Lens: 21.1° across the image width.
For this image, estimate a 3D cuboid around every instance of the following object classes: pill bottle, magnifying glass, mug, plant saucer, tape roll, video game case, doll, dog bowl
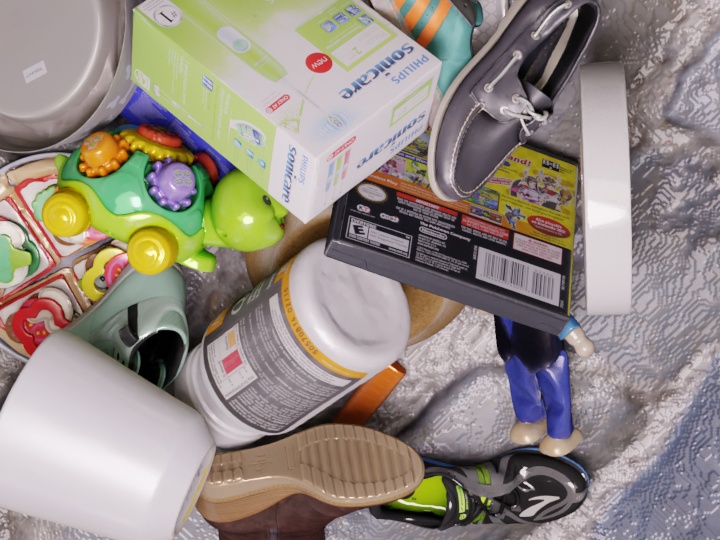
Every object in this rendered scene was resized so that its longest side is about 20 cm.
[{"bbox_3d":[-0.060,0.065,1.572,0.116,0.116,0.200,48,132,-8],"label":"pill bottle"},{"bbox_3d":[-0.029,0.157,1.712,0.080,0.022,0.200,37,108,-5],"label":"magnifying glass"},{"bbox_3d":[-0.195,0.138,1.546,0.153,0.187,0.150,23,110,6],"label":"mug"},{"bbox_3d":[0.000,0.000,1.621,0.200,0.035,0.201,2,126,3],"label":"plant saucer"},{"bbox_3d":[0.193,-0.065,1.533,0.037,0.203,0.203,-2,105,6],"label":"tape roll"},{"bbox_3d":[0.078,-0.050,1.550,0.199,0.181,0.026,19,136,-10],"label":"video game case"},{"bbox_3d":[0.144,0.056,1.619,0.048,0.136,0.200,-28,117,-29],"label":"doll"},{"bbox_3d":[-0.260,-0.193,1.580,0.200,0.059,0.201,-1,88,27],"label":"dog bowl"}]

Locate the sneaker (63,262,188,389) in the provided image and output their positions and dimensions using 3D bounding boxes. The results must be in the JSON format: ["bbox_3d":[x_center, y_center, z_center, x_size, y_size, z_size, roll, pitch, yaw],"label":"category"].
[{"bbox_3d":[-0.215,0.089,1.639,0.074,0.118,0.201,26,116,-27],"label":"sneaker"}]

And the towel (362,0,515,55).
[{"bbox_3d":[0.034,-0.225,1.592,0.190,0.032,0.201,-3,104,7],"label":"towel"}]

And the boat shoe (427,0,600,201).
[{"bbox_3d":[0.122,-0.140,1.518,0.073,0.063,0.200,38,80,-39],"label":"boat shoe"}]

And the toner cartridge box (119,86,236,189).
[{"bbox_3d":[-0.118,-0.122,1.620,0.200,0.043,0.095,43,118,-7],"label":"toner cartridge box"}]

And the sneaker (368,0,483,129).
[{"bbox_3d":[0.049,-0.216,1.542,0.080,0.071,0.200,-26,110,2],"label":"sneaker"}]

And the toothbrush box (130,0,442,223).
[{"bbox_3d":[-0.061,-0.156,1.512,0.200,0.146,0.086,41,149,19],"label":"toothbrush box"}]

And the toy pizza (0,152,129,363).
[{"bbox_3d":[-0.259,-0.003,1.683,0.200,0.032,0.201,2,106,6],"label":"toy pizza"}]

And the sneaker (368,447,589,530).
[{"bbox_3d":[0.099,0.198,1.676,0.199,0.083,0.071,-1,107,7],"label":"sneaker"}]

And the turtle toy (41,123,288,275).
[{"bbox_3d":[-0.156,-0.059,1.570,0.200,0.146,0.101,23,103,6],"label":"turtle toy"}]

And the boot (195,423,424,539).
[{"bbox_3d":[-0.039,0.195,1.651,0.199,0.166,0.073,-3,62,6],"label":"boot"}]
